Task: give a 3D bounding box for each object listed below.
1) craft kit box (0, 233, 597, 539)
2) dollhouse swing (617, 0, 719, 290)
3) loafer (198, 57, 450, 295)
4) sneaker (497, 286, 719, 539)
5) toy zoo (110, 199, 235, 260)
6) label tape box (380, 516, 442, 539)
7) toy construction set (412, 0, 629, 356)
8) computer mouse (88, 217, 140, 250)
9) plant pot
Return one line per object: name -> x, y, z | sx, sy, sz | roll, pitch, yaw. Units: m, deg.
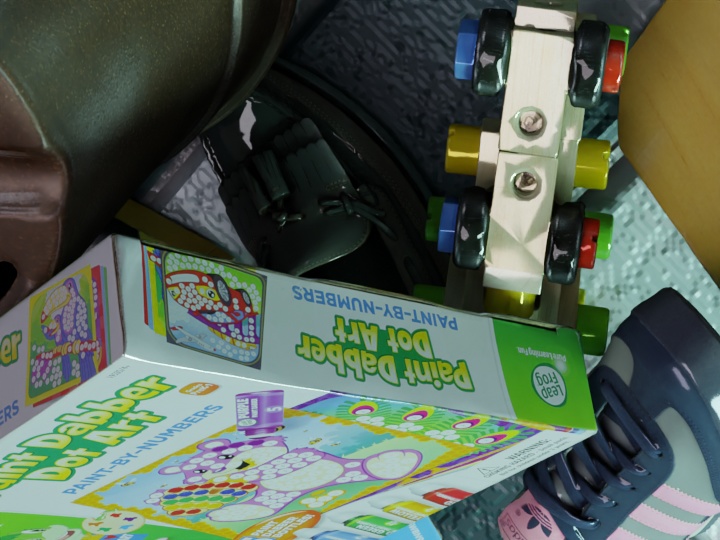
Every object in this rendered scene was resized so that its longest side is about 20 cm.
craft kit box -> -0.056, 0.060, 0.706 | 0.200, 0.197, 0.049 | -33, 54, 42
dollhouse swing -> 0.220, -0.043, 0.716 | 0.181, 0.176, 0.200 | 13, 129, -28
loafer -> 0.000, 0.000, 0.826 | 0.072, 0.063, 0.200 | -38, 93, 34
sneaker -> 0.092, 0.076, 0.746 | 0.070, 0.082, 0.200 | 56, 167, 23
toy zoo -> -0.135, 0.018, 0.926 | 0.199, 0.020, 0.132 | 28, 122, 12
label tape box -> -0.085, 0.091, 0.867 | 0.199, 0.064, 0.145 | -24, 132, 5
toy construction set -> 0.056, -0.052, 0.746 | 0.091, 0.131, 0.202 | -7, 106, 10
computer mouse -> -0.087, 0.017, 0.870 | 0.199, 0.034, 0.059 | 23, 120, 14
plant pot -> -0.139, -0.080, 0.713 | 0.199, 0.199, 0.201 | 7, 125, 10
